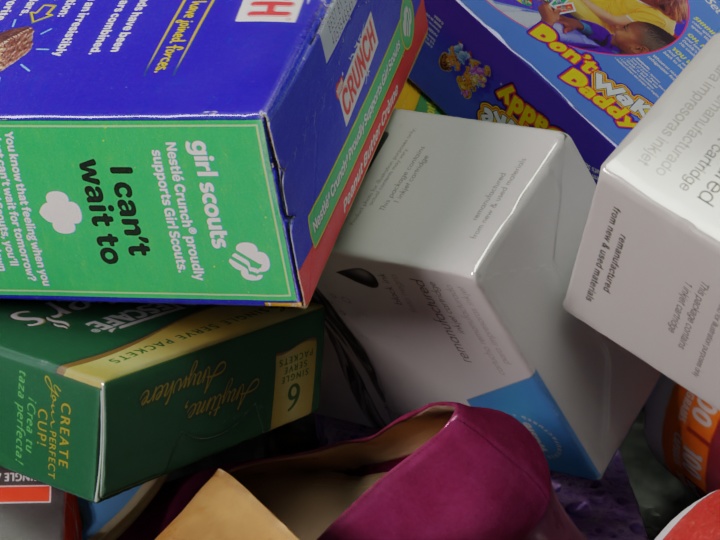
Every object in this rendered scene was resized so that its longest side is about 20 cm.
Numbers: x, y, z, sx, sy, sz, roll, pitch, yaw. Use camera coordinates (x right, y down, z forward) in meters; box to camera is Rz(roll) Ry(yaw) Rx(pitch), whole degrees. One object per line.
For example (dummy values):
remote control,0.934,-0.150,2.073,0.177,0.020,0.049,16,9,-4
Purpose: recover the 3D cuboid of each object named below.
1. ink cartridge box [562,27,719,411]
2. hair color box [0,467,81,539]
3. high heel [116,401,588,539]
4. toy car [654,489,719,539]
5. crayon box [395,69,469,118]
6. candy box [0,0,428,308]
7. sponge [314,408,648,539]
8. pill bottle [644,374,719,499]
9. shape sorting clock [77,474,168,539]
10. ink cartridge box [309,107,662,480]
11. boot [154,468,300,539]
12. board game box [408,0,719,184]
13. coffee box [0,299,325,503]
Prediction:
ink cartridge box,0.189,-0.002,0.806,0.200,0.084,0.146,33,59,16
hair color box,-0.141,0.157,0.799,0.101,0.061,0.201,-2,58,-3
high heel,-0.021,0.072,0.864,0.199,0.096,0.068,-6,49,31
toy car,0.075,0.140,0.732,0.199,0.185,0.177,3,49,-13
crayon box,0.079,-0.048,1.021,0.199,0.052,0.126,24,39,-2
candy box,-0.093,-0.066,0.850,0.199,0.077,0.169,0,35,19
sponge,0.040,0.064,0.960,0.111,0.030,0.200,-6,43,-7
pill bottle,0.205,0.079,0.886,0.114,0.114,0.200,-28,49,-28
shape sorting clock,-0.163,0.054,0.941,0.199,0.039,0.200,-6,38,5
ink cartridge box,0.000,0.000,0.906,0.200,0.116,0.067,10,57,40
boot,-0.102,0.122,0.749,0.188,0.069,0.200,33,58,23
board game box,0.102,-0.077,0.988,0.134,0.045,0.200,-22,58,-42
coffee box,-0.124,0.019,0.874,0.200,0.044,0.123,17,20,34
